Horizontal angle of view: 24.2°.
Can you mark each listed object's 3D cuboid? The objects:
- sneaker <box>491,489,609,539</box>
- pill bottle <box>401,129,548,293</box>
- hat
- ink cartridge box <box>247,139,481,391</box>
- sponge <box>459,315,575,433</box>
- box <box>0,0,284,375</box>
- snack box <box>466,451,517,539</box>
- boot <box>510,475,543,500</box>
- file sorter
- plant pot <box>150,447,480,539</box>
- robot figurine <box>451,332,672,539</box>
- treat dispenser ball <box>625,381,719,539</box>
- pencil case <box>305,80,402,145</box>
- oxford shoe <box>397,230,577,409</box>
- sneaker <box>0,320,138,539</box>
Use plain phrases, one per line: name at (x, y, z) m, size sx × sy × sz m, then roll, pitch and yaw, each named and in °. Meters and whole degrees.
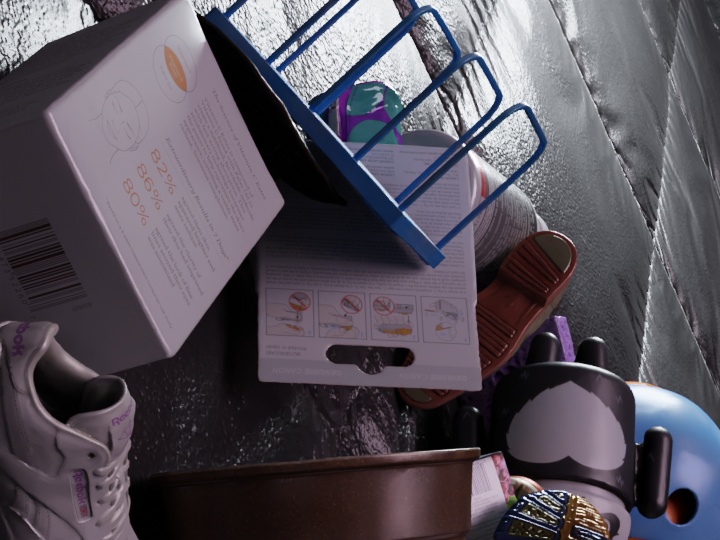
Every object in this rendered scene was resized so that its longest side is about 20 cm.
sneaker at (0.103, 0.225, 1.058) m, size 0.200 × 0.075 × 0.088 m, roll -61°, pitch 168°, yaw -49°
pill bottle at (0.090, -0.040, 1.484) m, size 0.200 × 0.114 × 0.114 m, roll 31°, pitch 48°, yaw -58°
hat at (-0.098, -0.091, 1.119) m, size 0.201 × 0.081 × 0.201 m, roll 46°, pitch -8°, yaw 8°
ink cartridge box at (0.000, 0.000, 1.211) m, size 0.057 × 0.162 × 0.200 m, roll 111°, pitch -21°, yaw -63°
sponge at (0.152, 0.151, 1.505) m, size 0.030 × 0.111 × 0.200 m, roll 5°, pitch 70°, yaw -63°
box at (-0.147, -0.048, 0.972) m, size 0.152 × 0.106 × 0.200 m, roll 65°, pitch 25°, yaw -19°
snack box at (0.062, 0.239, 1.165) m, size 0.068 × 0.169 × 0.200 m, roll -15°, pitch 83°, yaw -29°
boot at (0.104, 0.204, 1.267) m, size 0.075 × 0.200 × 0.107 m, roll 41°, pitch 47°, yaw 15°
file sorter at (0.016, -0.124, 1.154) m, size 0.200 × 0.123 × 0.139 m, roll 48°, pitch 3°, yaw 17°
plant pot at (-0.018, 0.212, 1.008) m, size 0.200 × 0.200 × 0.199 m, roll 8°, pitch 75°, yaw -64°
robot figurine at (0.167, 0.153, 1.394) m, size 0.125 × 0.150 × 0.200 m, roll 36°, pitch 51°, yaw -42°
treat dispenser ball at (0.253, 0.205, 1.581) m, size 0.201 × 0.201 × 0.201 m, roll 45°, pitch 37°, yaw -48°
pencil case at (-0.007, -0.049, 1.311) m, size 0.092 × 0.085 × 0.200 m, roll 46°, pitch 36°, yaw -53°
oxford shoe at (0.113, 0.055, 1.440) m, size 0.071 × 0.200 × 0.074 m, roll 44°, pitch -16°, yaw 23°
sneaker at (-0.151, 0.110, 0.876) m, size 0.200 × 0.099 × 0.075 m, roll 62°, pitch 24°, yaw -29°
